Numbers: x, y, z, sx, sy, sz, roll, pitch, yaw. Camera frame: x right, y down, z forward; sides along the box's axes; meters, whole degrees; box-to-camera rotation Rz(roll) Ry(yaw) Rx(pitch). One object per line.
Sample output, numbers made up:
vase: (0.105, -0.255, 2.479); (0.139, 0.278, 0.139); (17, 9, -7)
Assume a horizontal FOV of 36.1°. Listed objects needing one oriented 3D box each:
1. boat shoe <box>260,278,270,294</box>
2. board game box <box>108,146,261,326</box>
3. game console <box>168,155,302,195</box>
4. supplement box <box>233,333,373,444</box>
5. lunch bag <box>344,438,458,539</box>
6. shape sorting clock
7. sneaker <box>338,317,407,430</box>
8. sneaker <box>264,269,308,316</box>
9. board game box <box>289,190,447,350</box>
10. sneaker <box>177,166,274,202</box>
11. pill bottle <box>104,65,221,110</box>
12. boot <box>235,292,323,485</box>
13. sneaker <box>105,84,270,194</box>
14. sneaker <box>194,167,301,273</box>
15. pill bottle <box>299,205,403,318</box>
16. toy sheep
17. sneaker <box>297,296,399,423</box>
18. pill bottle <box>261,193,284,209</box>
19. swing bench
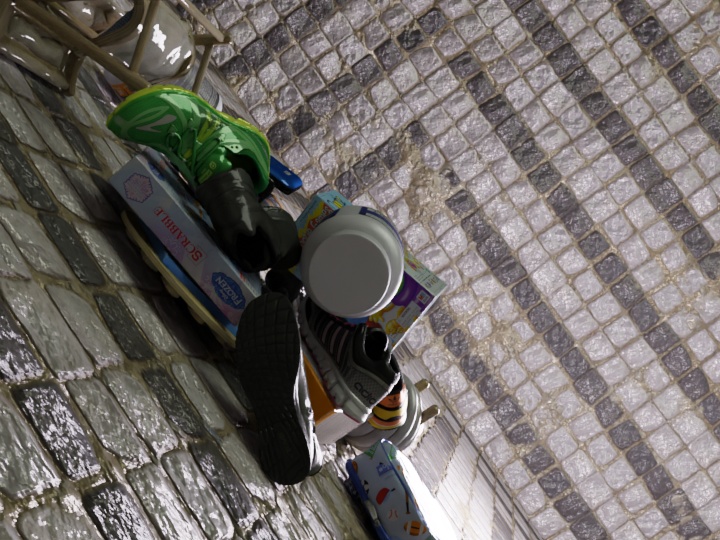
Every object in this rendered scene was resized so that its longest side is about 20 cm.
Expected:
boat shoe: (-0.143, 0.038, 1.395); (0.057, 0.068, 0.200); (55, -2, -1)
board game box: (-0.187, -0.045, 1.217); (0.200, 0.041, 0.200); (51, 2, -11)
game console: (-0.184, -0.126, 1.526); (0.170, 0.119, 0.200); (37, 7, -3)
supplement box: (-0.066, 0.142, 1.354); (0.126, 0.073, 0.200); (57, 6, 16)
lunch bag: (0.058, 0.312, 1.411); (0.161, 0.075, 0.200); (61, 7, 35)
shape sorting clock: (-0.193, 0.013, 1.205); (0.200, 0.039, 0.200); (51, 3, -3)
sneaker: (0.015, 0.109, 1.471); (0.090, 0.069, 0.201); (100, -28, -53)
sneaker: (-0.068, 0.029, 1.534); (0.075, 0.115, 0.200); (58, -17, 18)
board game box: (0.000, 0.000, 1.443); (0.200, 0.103, 0.105); (41, 14, 6)
sneaker: (-0.168, -0.120, 1.333); (0.090, 0.078, 0.200); (48, 1, 16)
pill bottle: (-0.281, -0.258, 1.662); (0.200, 0.116, 0.117); (51, 6, -34)
boot: (-0.082, 0.125, 1.167); (0.131, 0.067, 0.202); (23, 59, -85)
sneaker: (-0.171, -0.134, 1.164); (0.199, 0.074, 0.084); (15, 42, -39)
sneaker: (-0.114, -0.031, 1.198); (0.091, 0.076, 0.200); (66, 11, 25)
pill bottle: (-0.009, -0.009, 1.279); (0.120, 0.119, 0.200); (54, 7, -5)
toy sheep: (0.025, 0.194, 1.562); (0.200, 0.138, 0.138); (38, 14, -43)
sneaker: (-0.010, 0.089, 1.306); (0.074, 0.087, 0.200); (49, 8, -40)
pill bottle: (-0.162, -0.061, 1.574); (0.117, 0.116, 0.200); (54, 5, -5)
swing bench: (-0.277, -0.258, 1.246); (0.199, 0.131, 0.199); (18, -2, 10)
